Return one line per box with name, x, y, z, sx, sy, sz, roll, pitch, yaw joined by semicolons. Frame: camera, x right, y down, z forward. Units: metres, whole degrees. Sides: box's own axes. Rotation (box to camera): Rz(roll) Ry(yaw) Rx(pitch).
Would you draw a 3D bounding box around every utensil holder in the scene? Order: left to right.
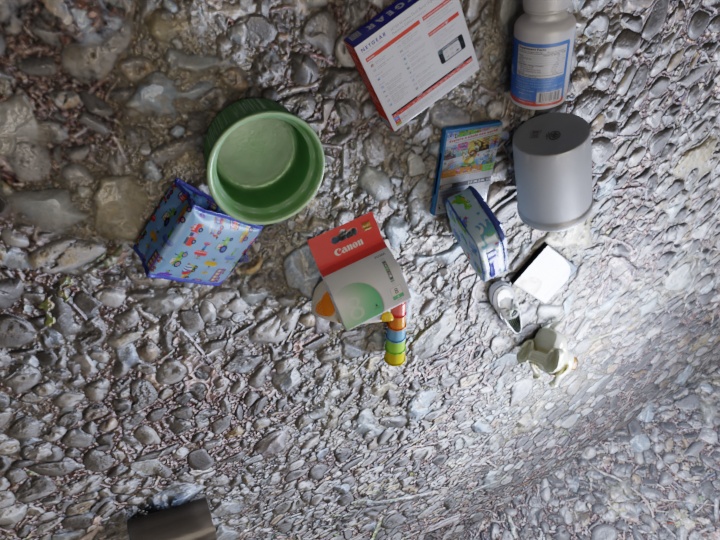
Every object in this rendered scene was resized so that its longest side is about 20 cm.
utensil holder;0.423;-0.216;1.175;0.169;0.170;0.201;-28;133;-7

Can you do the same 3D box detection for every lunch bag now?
lunch bag;-0.276;-0.049;0.974;0.151;0.094;0.199;-52;142;12
lunch bag;0.261;-0.075;1.179;0.082;0.162;0.200;-27;149;4

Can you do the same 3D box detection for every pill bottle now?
pill bottle;0.342;-0.419;1.005;0.111;0.113;0.201;-21;133;-13

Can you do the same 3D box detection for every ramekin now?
ramekin;-0.168;-0.188;0.905;0.198;0.098;0.202;-15;131;-18

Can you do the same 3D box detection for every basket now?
basket;-0.490;0.694;1.409;0.198;0.136;0.182;-14;126;-24

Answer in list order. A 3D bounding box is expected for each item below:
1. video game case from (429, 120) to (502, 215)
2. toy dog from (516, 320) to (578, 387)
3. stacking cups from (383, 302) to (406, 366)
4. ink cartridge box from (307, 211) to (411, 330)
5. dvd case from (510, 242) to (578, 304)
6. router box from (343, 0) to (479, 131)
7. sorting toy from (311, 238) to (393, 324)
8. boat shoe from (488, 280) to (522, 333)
video game case;0.228;-0.220;1.164;0.142;0.018;0.202;-13;130;-20
toy dog;0.612;0.273;1.718;0.200;0.139;0.196;39;65;-42
stacking cups;0.095;0.153;1.358;0.060;0.061;0.202;-13;130;-21
ink cartridge box;0.000;0.000;1.117;0.160;0.050;0.202;-25;104;-14
dvd case;0.523;0.012;1.519;0.199;0.018;0.143;25;110;-41
router box;0.096;-0.378;0.939;0.199;0.049;0.180;-35;134;0
sorting toy;0.004;0.018;1.191;0.198;0.107;0.182;-3;108;-28
boat shoe;0.418;0.104;1.498;0.073;0.067;0.200;-37;135;2
